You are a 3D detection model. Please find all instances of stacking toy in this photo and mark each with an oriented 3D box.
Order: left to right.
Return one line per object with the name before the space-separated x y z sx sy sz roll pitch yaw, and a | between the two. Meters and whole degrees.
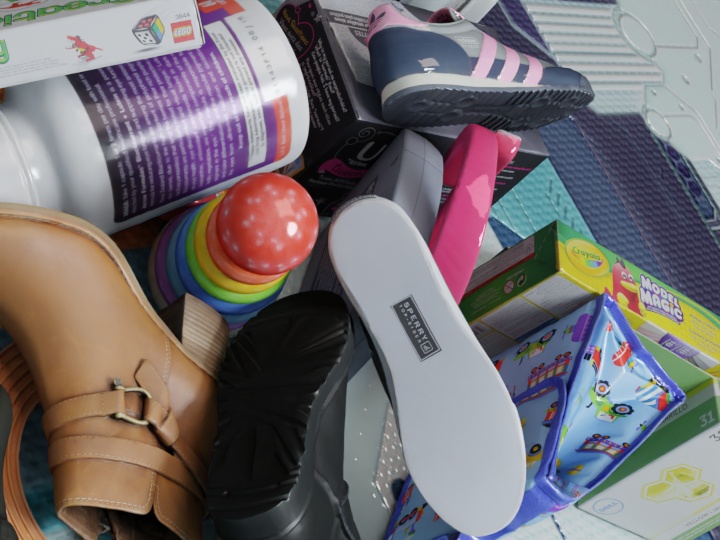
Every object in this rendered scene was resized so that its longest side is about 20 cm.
stacking toy | -0.070 -0.011 0.871 0.085 0.200 0.086 2 82 -14

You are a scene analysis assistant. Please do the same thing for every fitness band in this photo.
fitness band | 0.055 -0.020 1.020 0.037 0.200 0.144 23 76 -3

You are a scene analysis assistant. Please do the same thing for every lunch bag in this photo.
lunch bag | 0.098 0.125 0.963 0.094 0.150 0.200 51 37 -7

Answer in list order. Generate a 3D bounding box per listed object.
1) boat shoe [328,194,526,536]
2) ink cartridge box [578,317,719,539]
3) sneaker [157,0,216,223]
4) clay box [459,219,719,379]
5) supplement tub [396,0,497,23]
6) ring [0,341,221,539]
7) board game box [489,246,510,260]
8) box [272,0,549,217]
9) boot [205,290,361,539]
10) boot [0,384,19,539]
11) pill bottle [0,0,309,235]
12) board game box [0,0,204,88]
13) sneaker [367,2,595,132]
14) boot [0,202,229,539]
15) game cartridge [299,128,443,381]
boat shoe | 0.040 0.051 0.865 0.057 0.068 0.201 -6 74 -86
ink cartridge box | 0.201 0.121 1.081 0.199 0.145 0.048 26 44 -28
sneaker | -0.120 -0.136 1.001 0.078 0.115 0.201 3 56 -45
clay box | 0.166 0.046 1.073 0.199 0.115 0.048 27 48 -32
supplement tub | 0.035 -0.299 1.283 0.200 0.140 0.141 40 37 -13
ring | -0.133 0.121 0.843 0.200 0.019 0.201 28 41 -27
board game box | 0.191 0.068 1.210 0.199 0.035 0.136 18 47 -35
box | 0.021 -0.119 1.132 0.199 0.115 0.133 7 54 -43
boot | -0.026 0.130 0.846 0.199 0.073 0.163 -80 156 -51
boot | -0.164 0.158 0.733 0.138 0.077 0.201 26 56 -25
pill bottle | -0.140 -0.084 0.896 0.199 0.112 0.112 -24 75 -25
board game box | -0.192 -0.141 0.862 0.126 0.199 0.035 -112 -169 -62
sneaker | 0.086 -0.146 1.066 0.199 0.070 0.082 0 66 -45
boot | -0.155 0.063 0.809 0.200 0.077 0.156 34 42 -32
game cartridge | 0.000 0.000 0.990 0.041 0.133 0.201 28 41 -10
